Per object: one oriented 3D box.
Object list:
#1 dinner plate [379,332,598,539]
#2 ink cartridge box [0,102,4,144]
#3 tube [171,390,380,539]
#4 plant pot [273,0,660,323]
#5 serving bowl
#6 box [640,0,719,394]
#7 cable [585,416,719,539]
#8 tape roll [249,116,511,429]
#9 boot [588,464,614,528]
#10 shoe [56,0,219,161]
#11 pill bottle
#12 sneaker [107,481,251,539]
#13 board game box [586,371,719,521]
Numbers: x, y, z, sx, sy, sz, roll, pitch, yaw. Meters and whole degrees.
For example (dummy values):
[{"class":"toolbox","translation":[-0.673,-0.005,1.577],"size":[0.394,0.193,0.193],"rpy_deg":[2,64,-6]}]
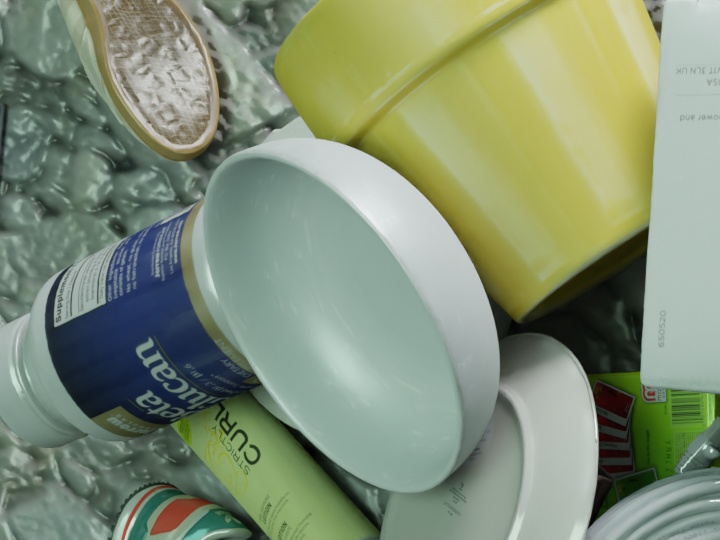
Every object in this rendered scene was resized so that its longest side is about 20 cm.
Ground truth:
[{"class":"dinner plate","translation":[0.057,0.125,1.318],"size":[0.200,0.024,0.200],"rpy_deg":[-42,36,41]},{"class":"ink cartridge box","translation":[-0.334,-0.022,1.732],"size":[0.200,0.041,0.200],"rpy_deg":[3,88,37]},{"class":"tube","translation":[-0.062,0.115,1.515],"size":[0.058,0.052,0.200],"rpy_deg":[-44,56,1]},{"class":"plant pot","translation":[0.085,-0.084,1.342],"size":[0.201,0.201,0.189],"rpy_deg":[-37,80,28]},{"class":"serving bowl","translation":[0.005,0.014,1.314],"size":[0.200,0.066,0.200],"rpy_deg":[36,144,32]},{"class":"box","translation":[0.258,-0.032,1.237],"size":[0.199,0.131,0.200],"rpy_deg":[2,87,37]},{"class":"cable","translation":[0.187,0.198,1.259],"size":[0.200,0.069,0.200],"rpy_deg":[-42,85,-3]},{"class":"tape roll","translation":[0.000,0.000,1.485],"size":[0.203,0.037,0.203],"rpy_deg":[-3,85,36]},{"class":"boot","translation":[0.061,0.160,1.389],"size":[0.200,0.072,0.166],"rpy_deg":[24,96,59]},{"class":"shoe","translation":[-0.146,-0.150,1.600],"size":[0.200,0.070,0.053],"rpy_deg":[62,162,18]},{"class":"pill bottle","translation":[-0.123,0.036,1.481],"size":[0.200,0.111,0.111],"rpy_deg":[-25,72,34]},{"class":"sneaker","translation":[-0.114,0.233,1.527],"size":[0.093,0.070,0.200],"rpy_deg":[11,90,43]},{"class":"board game box","translation":[0.158,0.154,1.347],"size":[0.102,0.048,0.200],"rpy_deg":[-5,83,37]}]
